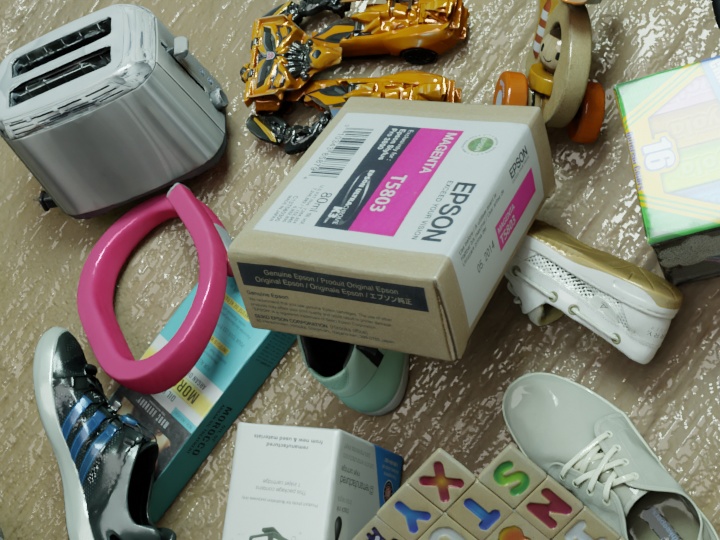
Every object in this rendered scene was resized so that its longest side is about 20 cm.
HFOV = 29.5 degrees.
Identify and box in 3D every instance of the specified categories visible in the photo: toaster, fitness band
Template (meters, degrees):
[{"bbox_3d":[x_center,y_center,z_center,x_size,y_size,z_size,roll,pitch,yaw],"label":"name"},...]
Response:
[{"bbox_3d":[-0.217,-0.132,1.141,0.198,0.129,0.114,-19,48,15],"label":"toaster"},{"bbox_3d":[-0.166,0.012,1.101,0.144,0.037,0.200,-47,39,8],"label":"fitness band"}]

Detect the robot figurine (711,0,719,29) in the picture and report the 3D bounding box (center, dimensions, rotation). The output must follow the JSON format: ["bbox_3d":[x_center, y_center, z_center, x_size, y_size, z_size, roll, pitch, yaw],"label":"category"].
[{"bbox_3d":[0.343,-0.226,0.955,0.198,0.125,0.151,-24,64,-5],"label":"robot figurine"}]

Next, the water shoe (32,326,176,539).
[{"bbox_3d":[-0.192,0.133,1.051,0.078,0.071,0.202,-19,76,10],"label":"water shoe"}]

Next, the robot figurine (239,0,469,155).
[{"bbox_3d":[-0.012,-0.171,1.123,0.198,0.058,0.147,-1,74,20],"label":"robot figurine"}]

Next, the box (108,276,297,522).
[{"bbox_3d":[-0.142,0.098,1.103,0.082,0.049,0.201,37,90,26],"label":"box"}]

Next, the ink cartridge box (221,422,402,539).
[{"bbox_3d":[-0.038,0.221,0.976,0.083,0.146,0.202,2,77,20],"label":"ink cartridge box"}]

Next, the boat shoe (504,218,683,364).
[{"bbox_3d":[0.139,0.008,1.009,0.199,0.070,0.070,30,109,37],"label":"boat shoe"}]

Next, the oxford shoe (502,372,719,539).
[{"bbox_3d":[0.176,0.143,0.965,0.075,0.058,0.200,-46,64,5],"label":"oxford shoe"}]

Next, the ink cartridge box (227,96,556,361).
[{"bbox_3d":[0.027,-0.038,0.962,0.163,0.076,0.201,6,41,28],"label":"ink cartridge box"}]

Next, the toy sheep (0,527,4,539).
[{"bbox_3d":[-0.349,0.234,1.102,0.138,0.138,0.200,-45,52,4],"label":"toy sheep"}]

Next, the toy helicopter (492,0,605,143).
[{"bbox_3d":[0.151,-0.204,1.042,0.078,0.133,0.202,6,57,-7],"label":"toy helicopter"}]

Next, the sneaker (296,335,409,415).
[{"bbox_3d":[0.000,0.000,1.038,0.073,0.118,0.203,-5,72,21],"label":"sneaker"}]

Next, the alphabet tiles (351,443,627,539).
[{"bbox_3d":[0.096,0.215,0.928,0.200,0.006,0.167,39,108,-9],"label":"alphabet tiles"}]

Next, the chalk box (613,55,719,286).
[{"bbox_3d":[0.292,-0.081,0.947,0.198,0.124,0.125,-14,71,16],"label":"chalk box"}]
